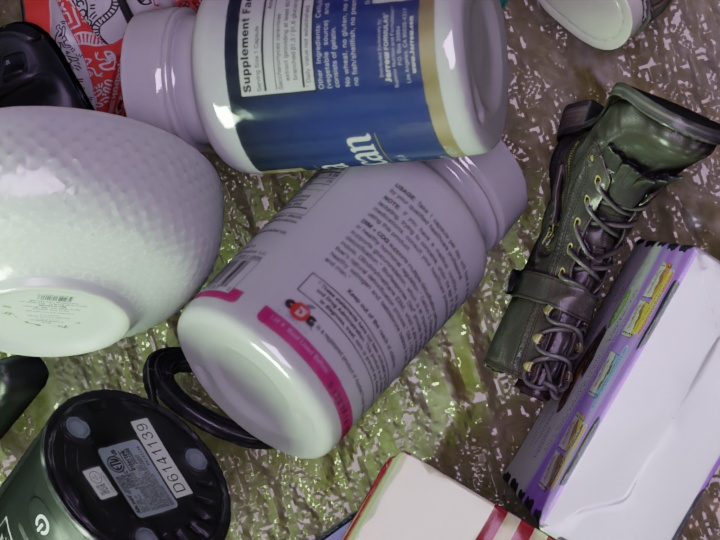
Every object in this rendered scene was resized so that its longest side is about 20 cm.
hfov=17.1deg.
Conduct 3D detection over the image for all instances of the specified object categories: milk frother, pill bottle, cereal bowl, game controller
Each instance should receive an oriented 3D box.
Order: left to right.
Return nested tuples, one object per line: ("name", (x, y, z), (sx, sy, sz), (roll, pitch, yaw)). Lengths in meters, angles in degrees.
("game controller", (-0.229, -0.067, 1.386), (0.199, 0.042, 0.105), (-24, 107, 38))
("cereal bowl", (-0.174, -0.008, 1.317), (0.198, 0.200, 0.084), (-3, 65, 3))
("milk frother", (-0.144, 0.148, 1.389), (0.188, 0.199, 0.181), (-49, 49, 36))
("pill bottle", (-0.026, -0.111, 1.312), (0.198, 0.111, 0.112), (-4, 89, 18))
("pill bottle", (0.000, 0.000, 1.353), (0.113, 0.113, 0.200), (42, 65, 2))

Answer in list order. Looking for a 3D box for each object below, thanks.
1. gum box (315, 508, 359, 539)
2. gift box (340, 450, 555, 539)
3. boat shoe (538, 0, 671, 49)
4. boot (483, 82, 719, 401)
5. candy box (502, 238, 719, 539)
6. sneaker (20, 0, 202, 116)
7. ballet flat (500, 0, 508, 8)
("gum box", (0.016, 0.253, 1.416), (0.169, 0.045, 0.201), (-36, 89, 1))
("gift box", (0.026, 0.215, 1.310), (0.199, 0.185, 0.188), (29, 81, 6))
("boat shoe", (0.102, -0.215, 1.406), (0.060, 0.072, 0.202), (-35, 73, -34))
("boot", (0.133, -0.009, 1.345), (0.069, 0.200, 0.175), (21, 84, -11))
("candy box", (0.157, 0.073, 1.331), (0.071, 0.200, 0.168), (29, 91, -3))
("sneaker", (-0.141, -0.125, 1.395), (0.107, 0.067, 0.203), (-6, 112, -6))
("ballet flat", (-0.013, -0.164, 1.416), (0.199, 0.068, 0.076), (-19, 63, 4))
